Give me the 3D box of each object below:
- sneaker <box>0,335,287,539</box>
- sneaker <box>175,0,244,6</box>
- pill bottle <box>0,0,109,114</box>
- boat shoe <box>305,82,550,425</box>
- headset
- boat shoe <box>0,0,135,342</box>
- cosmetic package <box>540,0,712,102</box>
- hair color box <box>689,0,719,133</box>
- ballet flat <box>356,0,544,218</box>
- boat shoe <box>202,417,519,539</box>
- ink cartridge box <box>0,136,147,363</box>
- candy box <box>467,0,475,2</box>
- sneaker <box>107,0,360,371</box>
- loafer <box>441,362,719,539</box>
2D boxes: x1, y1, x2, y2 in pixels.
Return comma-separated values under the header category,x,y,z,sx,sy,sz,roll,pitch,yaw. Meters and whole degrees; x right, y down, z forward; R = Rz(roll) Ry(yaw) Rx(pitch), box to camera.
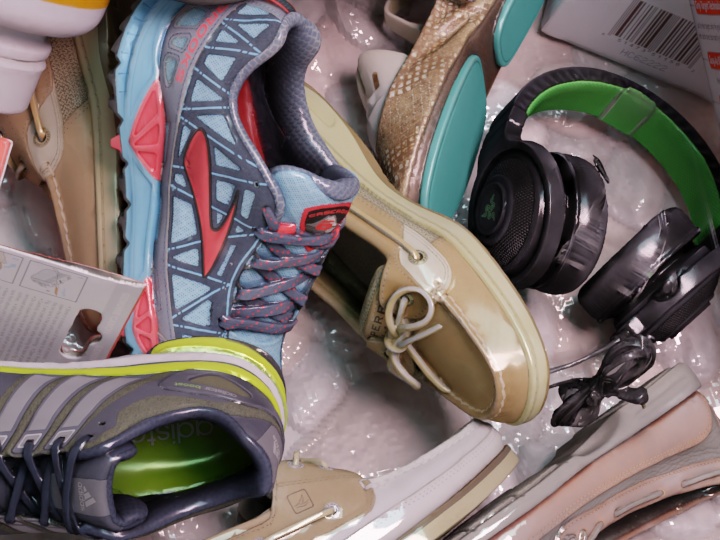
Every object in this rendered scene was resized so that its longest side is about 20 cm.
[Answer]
category,x,y,z,sx,sy,sz,roll,pitch,yaw
sneaker,-0.122,0.073,1.101,0.200,0.081,0.074,-12,108,-7
sneaker,-0.002,-0.183,1.144,0.201,0.108,0.067,-23,50,-36
pill bottle,-0.137,-0.169,1.134,0.109,0.109,0.200,21,103,-8
boat shoe,0.000,-0.002,1.201,0.063,0.073,0.201,-27,64,-31
headset,0.112,-0.014,1.240,0.123,0.094,0.200,28,49,-14
boat shoe,-0.124,-0.062,1.212,0.064,0.071,0.200,-12,72,14
cosmetic package,0.164,-0.192,1.368,0.101,0.071,0.200,22,59,-8
hair color box,0.197,-0.067,1.249,0.061,0.102,0.200,-15,97,-3
ballet flat,0.036,-0.097,1.290,0.065,0.071,0.200,13,54,18
boat shoe,-0.021,0.108,1.148,0.200,0.075,0.068,-32,81,-30
ink cartridge box,-0.188,-0.020,1.135,0.200,0.109,0.050,17,60,-11
candy box,-0.012,-0.217,1.294,0.200,0.061,0.137,21,57,12
sneaker,-0.047,-0.017,1.151,0.079,0.095,0.200,-22,108,-57
loafer,0.089,0.111,1.192,0.200,0.072,0.063,-35,86,-33
